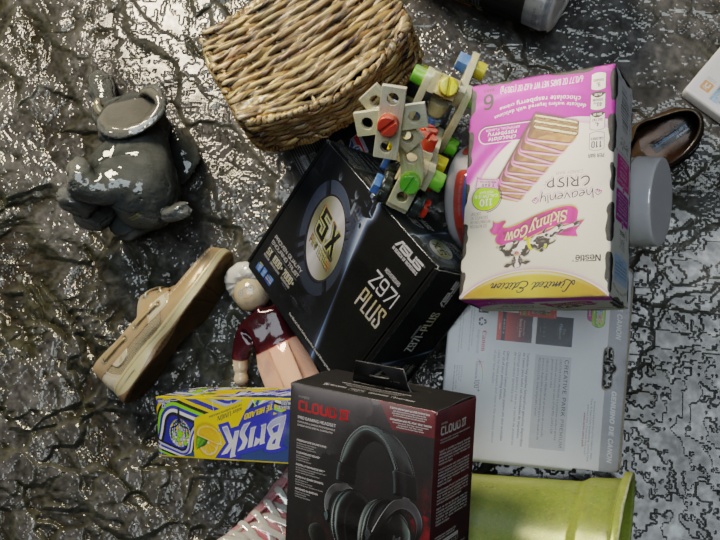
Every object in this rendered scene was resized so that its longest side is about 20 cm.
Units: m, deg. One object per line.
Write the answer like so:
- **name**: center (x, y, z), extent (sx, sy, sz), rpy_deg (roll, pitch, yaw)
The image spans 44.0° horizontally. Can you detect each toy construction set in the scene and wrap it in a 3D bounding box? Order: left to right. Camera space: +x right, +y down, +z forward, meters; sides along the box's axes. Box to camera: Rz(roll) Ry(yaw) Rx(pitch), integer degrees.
- **toy construction set**: center (0.057, -0.128, 0.819), extent (0.092, 0.200, 0.132), rpy_deg (32, 118, 9)

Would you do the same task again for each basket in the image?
- **basket**: center (-0.037, -0.200, 0.908), extent (0.199, 0.149, 0.144), rpy_deg (-29, 73, 0)

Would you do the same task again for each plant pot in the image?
- **plant pot**: center (0.146, 0.270, 0.824), extent (0.183, 0.200, 0.202), rpy_deg (7, 79, 21)

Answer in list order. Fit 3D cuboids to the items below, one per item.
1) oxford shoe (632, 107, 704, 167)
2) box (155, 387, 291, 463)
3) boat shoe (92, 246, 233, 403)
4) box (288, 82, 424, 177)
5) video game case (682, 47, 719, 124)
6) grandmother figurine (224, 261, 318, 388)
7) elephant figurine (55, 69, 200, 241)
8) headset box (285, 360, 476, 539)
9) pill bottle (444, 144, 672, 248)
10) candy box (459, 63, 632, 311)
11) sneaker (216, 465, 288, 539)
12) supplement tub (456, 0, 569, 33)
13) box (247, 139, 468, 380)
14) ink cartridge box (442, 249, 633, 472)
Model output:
- **oxford shoe**: center (0.266, -0.106, 0.921), extent (0.200, 0.084, 0.073), rpy_deg (-39, 80, 5)
- **box**: center (-0.110, 0.153, 0.896), extent (0.198, 0.070, 0.065), rpy_deg (-5, 90, 32)
- **boat shoe**: center (-0.217, 0.048, 0.973), extent (0.064, 0.071, 0.201), rpy_deg (37, 87, 13)
- **box**: center (-0.019, -0.190, 1.004), extent (0.159, 0.044, 0.201), rpy_deg (-27, 76, 3)
- **video game case**: center (0.477, -0.197, 0.939), extent (0.200, 0.023, 0.183), rpy_deg (40, 87, 14)
- **grandmother figurine**: center (-0.088, 0.080, 0.955), extent (0.120, 0.061, 0.201), rpy_deg (-26, 78, -6)
- **elephant figurine**: center (-0.251, -0.146, 0.997), extent (0.154, 0.141, 0.202), rpy_deg (21, 64, -16)
- **headset box**: center (0.015, 0.179, 0.764), extent (0.148, 0.077, 0.202), rpy_deg (7, 98, 33)
- **pill bottle**: center (0.191, -0.068, 0.865), extent (0.198, 0.112, 0.113), rpy_deg (5, 79, 33)
- **candy box**: center (0.162, -0.068, 0.779), extent (0.135, 0.061, 0.202), rpy_deg (-3, 77, 31)
- **sneaker**: center (-0.085, 0.262, 0.892), extent (0.075, 0.105, 0.201), rpy_deg (34, 85, 19)
- **supplement tub**: center (0.138, -0.350, 0.972), extent (0.199, 0.123, 0.123), rpy_deg (25, 83, 12)
- **box**: center (0.000, 0.000, 0.883), extent (0.164, 0.086, 0.200), rpy_deg (-53, 54, 22)
- **ink cartridge box**: center (0.171, 0.090, 0.886), extent (0.174, 0.084, 0.202), rpy_deg (6, 87, 7)
